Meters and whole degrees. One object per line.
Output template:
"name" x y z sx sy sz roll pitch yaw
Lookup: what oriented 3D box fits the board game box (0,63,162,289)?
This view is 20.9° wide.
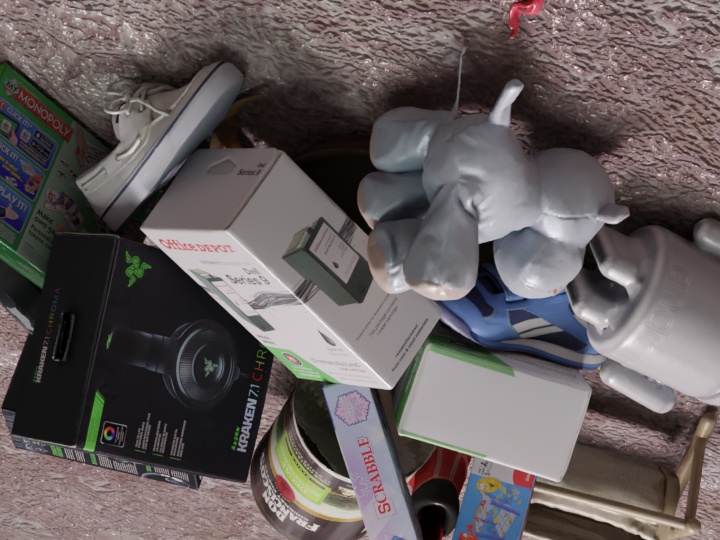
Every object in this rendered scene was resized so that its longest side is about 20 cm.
"board game box" -0.260 -0.061 1.637 0.029 0.135 0.200 -6 144 41

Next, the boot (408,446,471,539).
"boot" 0.070 0.227 1.977 0.072 0.144 0.200 14 153 0

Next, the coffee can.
"coffee can" -0.017 0.173 1.923 0.146 0.147 0.200 19 151 -6

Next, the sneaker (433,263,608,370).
"sneaker" 0.136 0.022 1.620 0.200 0.074 0.082 11 117 -33

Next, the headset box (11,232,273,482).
"headset box" -0.178 0.071 1.619 0.200 0.174 0.093 19 170 -43

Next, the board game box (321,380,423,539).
"board game box" 0.012 0.167 1.700 0.041 0.200 0.200 -17 -171 1

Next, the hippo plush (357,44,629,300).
"hippo plush" 0.104 -0.064 1.482 0.161 0.200 0.159 10 -160 -33

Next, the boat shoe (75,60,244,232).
"boat shoe" -0.172 -0.118 1.561 0.086 0.075 0.202 45 135 0

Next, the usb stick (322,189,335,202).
"usb stick" -0.028 -0.004 1.663 0.055 0.033 0.200 7 148 18

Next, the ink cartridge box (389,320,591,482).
"ink cartridge box" 0.105 0.098 1.681 0.145 0.088 0.200 17 -172 -5

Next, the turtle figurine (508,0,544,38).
"turtle figurine" 0.060 -0.225 1.230 0.200 0.101 0.150 18 152 8

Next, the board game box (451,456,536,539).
"board game box" 0.100 0.280 1.713 0.056 0.200 0.196 14 157 7

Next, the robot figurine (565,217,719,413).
"robot figurine" 0.262 0.038 1.571 0.200 0.113 0.170 24 116 -16

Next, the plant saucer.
"plant saucer" 0.026 -0.053 1.620 0.200 0.030 0.200 12 152 6

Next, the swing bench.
"swing bench" 0.214 0.203 1.875 0.199 0.130 0.200 15 152 0

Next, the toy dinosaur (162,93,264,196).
"toy dinosaur" -0.113 -0.088 1.619 0.106 0.060 0.200 -2 138 8

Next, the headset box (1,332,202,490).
"headset box" -0.229 0.095 1.859 0.200 0.174 0.093 12 151 6

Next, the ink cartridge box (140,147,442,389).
"ink cartridge box" -0.057 -0.001 1.547 0.200 0.084 0.146 44 158 -26

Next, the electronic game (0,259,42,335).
"electronic game" -0.283 -0.002 1.718 0.042 0.200 0.200 -37 130 15
